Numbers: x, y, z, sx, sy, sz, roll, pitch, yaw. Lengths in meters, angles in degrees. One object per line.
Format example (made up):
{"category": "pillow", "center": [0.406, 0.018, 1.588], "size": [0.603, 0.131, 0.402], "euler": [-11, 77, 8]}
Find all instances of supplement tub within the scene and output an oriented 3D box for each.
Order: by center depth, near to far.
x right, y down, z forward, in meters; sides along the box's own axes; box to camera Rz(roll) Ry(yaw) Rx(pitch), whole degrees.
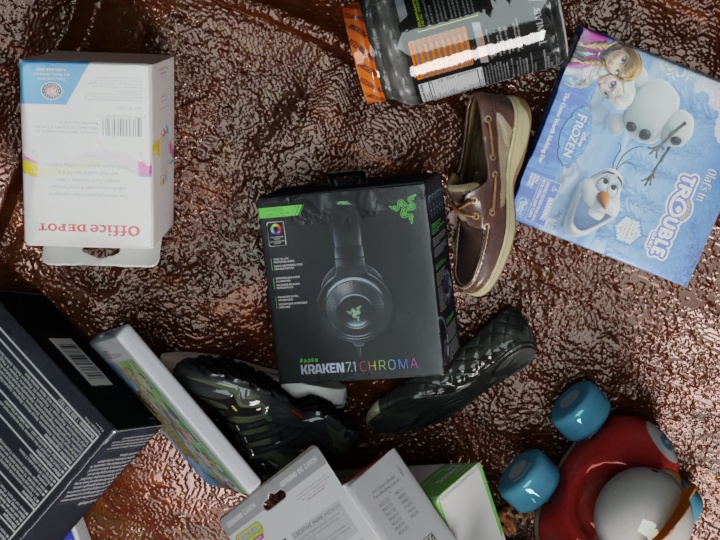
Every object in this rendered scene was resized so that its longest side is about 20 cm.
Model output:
{"category": "supplement tub", "center": [0.089, -0.231, 1.338], "size": [0.198, 0.123, 0.124], "euler": [-14, 102, 5]}

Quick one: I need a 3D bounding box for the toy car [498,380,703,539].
{"category": "toy car", "center": [0.273, 0.224, 1.372], "size": [0.184, 0.200, 0.177], "euler": [45, 71, -13]}

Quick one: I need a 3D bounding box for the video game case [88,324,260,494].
{"category": "video game case", "center": [-0.190, 0.140, 1.409], "size": [0.022, 0.182, 0.200], "euler": [-42, 99, -17]}

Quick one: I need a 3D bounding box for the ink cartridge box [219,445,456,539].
{"category": "ink cartridge box", "center": [-0.021, 0.261, 1.356], "size": [0.176, 0.084, 0.200], "euler": [55, 134, 6]}

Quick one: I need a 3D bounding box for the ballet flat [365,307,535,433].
{"category": "ballet flat", "center": [0.092, 0.110, 1.459], "size": [0.199, 0.057, 0.066], "euler": [-30, 142, 10]}

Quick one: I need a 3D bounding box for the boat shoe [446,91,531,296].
{"category": "boat shoe", "center": [0.112, -0.076, 1.386], "size": [0.071, 0.072, 0.202], "euler": [6, 101, -32]}

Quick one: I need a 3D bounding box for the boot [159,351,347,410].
{"category": "boot", "center": [-0.117, 0.145, 1.455], "size": [0.198, 0.073, 0.091], "euler": [12, 97, -1]}

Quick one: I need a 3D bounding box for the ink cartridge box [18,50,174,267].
{"category": "ink cartridge box", "center": [-0.254, -0.108, 1.378], "size": [0.127, 0.125, 0.203], "euler": [3, 103, 2]}

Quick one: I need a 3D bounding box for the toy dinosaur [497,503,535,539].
{"category": "toy dinosaur", "center": [0.146, 0.312, 1.478], "size": [0.135, 0.102, 0.201], "euler": [38, 121, 10]}

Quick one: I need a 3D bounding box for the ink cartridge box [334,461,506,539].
{"category": "ink cartridge box", "center": [0.045, 0.279, 1.426], "size": [0.199, 0.084, 0.147], "euler": [-9, 105, 42]}

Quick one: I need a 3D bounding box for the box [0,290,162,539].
{"category": "box", "center": [-0.345, 0.159, 1.415], "size": [0.200, 0.123, 0.199], "euler": [45, 98, 14]}

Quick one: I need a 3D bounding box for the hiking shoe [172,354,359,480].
{"category": "hiking shoe", "center": [-0.104, 0.157, 1.390], "size": [0.198, 0.076, 0.101], "euler": [25, 97, -13]}

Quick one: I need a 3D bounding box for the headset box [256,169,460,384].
{"category": "headset box", "center": [0.000, 0.000, 1.391], "size": [0.172, 0.093, 0.203], "euler": [-3, 99, 14]}

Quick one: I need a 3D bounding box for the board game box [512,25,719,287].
{"category": "board game box", "center": [0.271, -0.113, 1.398], "size": [0.197, 0.043, 0.202], "euler": [20, 103, -3]}

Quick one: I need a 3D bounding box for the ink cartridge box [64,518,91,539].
{"category": "ink cartridge box", "center": [-0.341, 0.302, 1.518], "size": [0.098, 0.039, 0.202], "euler": [-15, 100, 5]}
